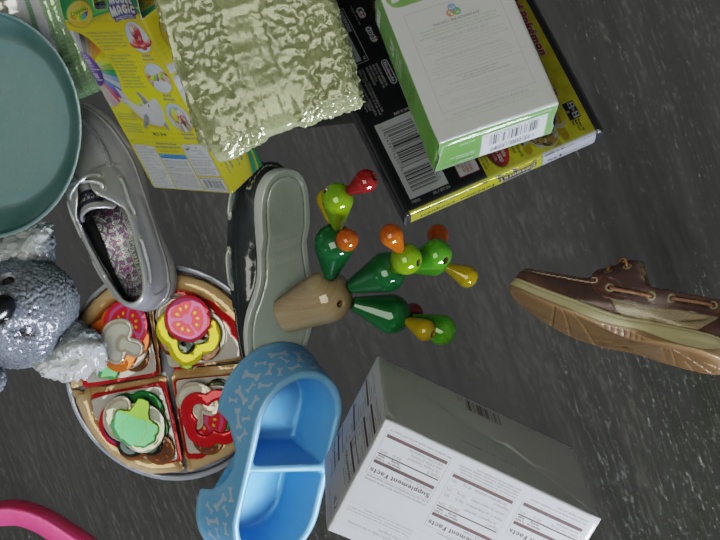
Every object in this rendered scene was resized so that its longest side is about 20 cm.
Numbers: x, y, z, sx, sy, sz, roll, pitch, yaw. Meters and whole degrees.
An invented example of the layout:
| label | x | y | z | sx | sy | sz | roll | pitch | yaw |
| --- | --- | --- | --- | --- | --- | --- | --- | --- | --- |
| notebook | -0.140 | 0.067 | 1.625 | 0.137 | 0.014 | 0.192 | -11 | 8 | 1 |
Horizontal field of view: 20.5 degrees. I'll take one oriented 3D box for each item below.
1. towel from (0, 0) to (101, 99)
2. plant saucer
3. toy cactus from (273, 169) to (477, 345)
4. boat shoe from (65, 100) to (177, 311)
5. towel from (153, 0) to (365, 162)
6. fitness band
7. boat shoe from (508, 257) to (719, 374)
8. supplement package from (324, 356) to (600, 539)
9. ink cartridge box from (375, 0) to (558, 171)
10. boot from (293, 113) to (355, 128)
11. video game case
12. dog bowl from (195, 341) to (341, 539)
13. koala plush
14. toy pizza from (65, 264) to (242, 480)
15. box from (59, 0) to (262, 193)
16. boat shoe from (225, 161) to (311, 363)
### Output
| label | x | y | z | sx | sy | sz | roll | pitch | yaw |
| --- | --- | --- | --- | --- | --- | --- | --- | --- | --- |
| towel | -0.283 | -0.218 | 1.752 | 0.199 | 0.031 | 0.150 | -22 | 89 | 14 |
| plant saucer | -0.326 | -0.129 | 1.742 | 0.199 | 0.036 | 0.202 | 3 | 98 | 19 |
| toy cactus | 0.000 | 0.000 | 1.694 | 0.164 | 0.103 | 0.200 | -23 | 139 | 20 |
| boat shoe | -0.227 | -0.056 | 1.752 | 0.072 | 0.068 | 0.201 | -19 | 87 | 14 |
| towel | -0.087 | -0.201 | 1.583 | 0.147 | 0.036 | 0.201 | -20 | 88 | 7 |
| fitness band | -0.297 | 0.302 | 1.857 | 0.199 | 0.037 | 0.144 | 33 | 104 | 2 |
| boat shoe | 0.228 | 0.026 | 1.697 | 0.199 | 0.072 | 0.072 | 16 | 73 | 18 |
| supplement package | 0.081 | 0.184 | 1.681 | 0.199 | 0.156 | 0.111 | 26 | 104 | -9 |
| ink cartridge box | 0.075 | -0.192 | 1.602 | 0.103 | 0.059 | 0.201 | -18 | 72 | -8 |
| boot | -0.041 | -0.164 | 1.713 | 0.198 | 0.074 | 0.076 | 4 | 82 | 6 |
| video game case | 0.076 | -0.160 | 1.636 | 0.180 | 0.026 | 0.201 | -23 | 72 | -8 |
| dog bowl | -0.076 | 0.166 | 1.748 | 0.049 | 0.111 | 0.201 | 29 | 110 | 48 |
| koala plush | -0.338 | 0.052 | 1.772 | 0.199 | 0.184 | 0.178 | -28 | 80 | -5 |
| toy pizza | -0.176 | 0.095 | 1.797 | 0.199 | 0.032 | 0.202 | 2 | 101 | 10 |
| box | -0.173 | -0.161 | 1.679 | 0.117 | 0.048 | 0.201 | 7 | 134 | 46 |
| boat shoe | -0.083 | 0.001 | 1.749 | 0.060 | 0.075 | 0.201 | 23 | 112 | 47 |
